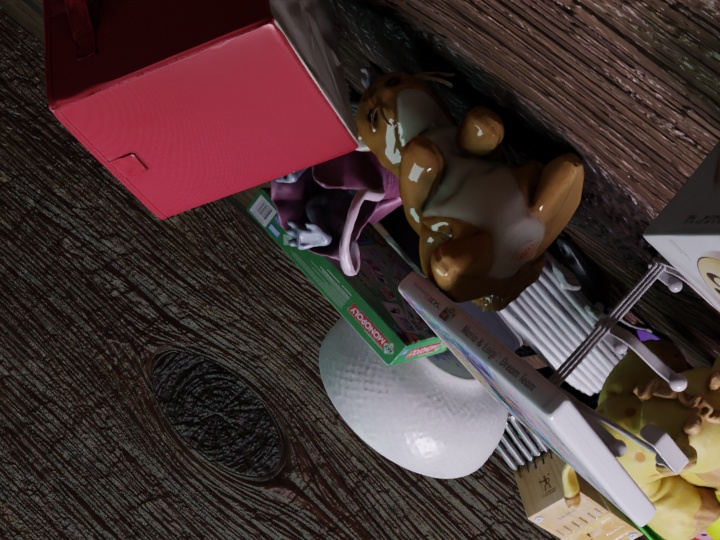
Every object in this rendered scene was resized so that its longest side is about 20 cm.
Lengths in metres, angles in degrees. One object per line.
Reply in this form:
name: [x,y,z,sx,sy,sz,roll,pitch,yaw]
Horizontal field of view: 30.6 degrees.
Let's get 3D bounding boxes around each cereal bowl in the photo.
cereal bowl: [0.064,0.098,1.273,0.200,0.083,0.200,26,-147,-18]

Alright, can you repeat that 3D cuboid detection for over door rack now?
over door rack: [0.226,0.069,0.946,0.067,0.148,0.200,44,174,-16]

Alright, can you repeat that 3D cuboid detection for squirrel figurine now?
squirrel figurine: [0.070,-0.068,1.063,0.187,0.141,0.200,46,173,24]

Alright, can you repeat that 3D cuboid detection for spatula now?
spatula: [0.242,0.039,1.224,0.200,0.021,0.057,45,174,-23]

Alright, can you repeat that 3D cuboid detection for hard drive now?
hard drive: [0.074,-0.006,1.302,0.140,0.033,0.200,48,-178,-32]

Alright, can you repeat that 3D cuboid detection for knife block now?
knife block: [0.205,0.192,1.389,0.200,0.064,0.176,36,-150,-39]

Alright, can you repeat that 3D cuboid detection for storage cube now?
storage cube: [-0.124,-0.174,1.020,0.200,0.179,0.171,53,-158,-56]

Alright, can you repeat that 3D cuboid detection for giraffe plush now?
giraffe plush: [0.267,0.128,1.085,0.199,0.173,0.162,12,162,-20]

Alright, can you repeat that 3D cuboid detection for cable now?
cable: [0.181,0.040,1.288,0.200,0.069,0.200,47,-179,-42]

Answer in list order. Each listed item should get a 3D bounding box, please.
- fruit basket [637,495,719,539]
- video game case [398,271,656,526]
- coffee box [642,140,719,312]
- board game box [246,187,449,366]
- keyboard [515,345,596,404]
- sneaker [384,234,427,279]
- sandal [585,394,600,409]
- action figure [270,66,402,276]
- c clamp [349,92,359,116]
fruit basket: [0.359,0.234,1.352,0.216,0.155,0.216,48,-170,-11]
video game case: [0.128,0.099,1.001,0.182,0.024,0.200,41,176,44]
coffee box: [0.263,0.020,0.700,0.200,0.080,0.113,43,172,-11]
board game box: [0.000,0.000,1.213,0.200,0.029,0.134,47,-157,18]
keyboard: [0.222,0.106,1.396,0.127,0.021,0.200,33,-161,27]
sneaker: [0.118,-0.008,1.470,0.200,0.077,0.075,24,-179,-31]
sandal: [0.273,0.143,1.263,0.200,0.048,0.075,-3,158,14]
action figure: [0.014,-0.093,1.161,0.149,0.200,0.134,30,124,40]
c clamp: [0.035,-0.128,1.370,0.171,0.027,0.200,25,161,53]
